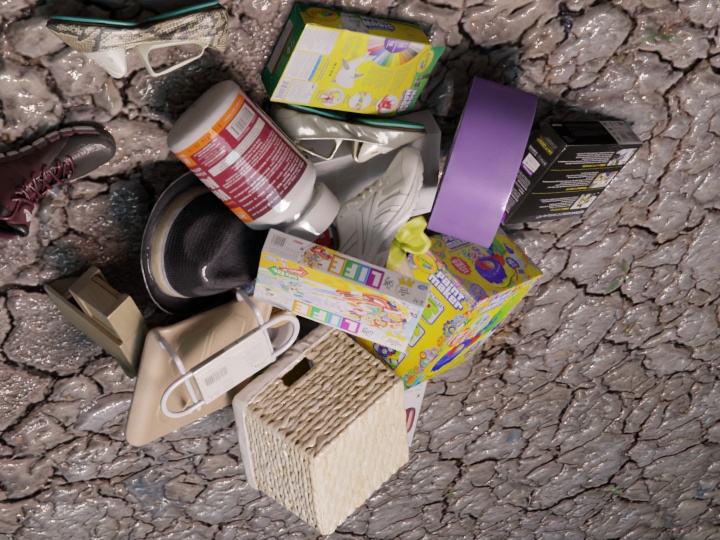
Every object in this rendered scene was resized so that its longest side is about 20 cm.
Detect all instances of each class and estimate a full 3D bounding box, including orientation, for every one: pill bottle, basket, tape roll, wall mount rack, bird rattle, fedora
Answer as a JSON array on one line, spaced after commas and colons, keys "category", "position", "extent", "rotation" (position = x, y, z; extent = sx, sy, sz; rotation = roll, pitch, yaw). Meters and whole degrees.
[{"category": "pill bottle", "position": [-0.131, 0.143, 1.978], "extent": [0.111, 0.111, 0.200], "rotation": [-21, 142, -4]}, {"category": "basket", "position": [-0.049, 0.218, 1.898], "extent": [0.198, 0.161, 0.200], "rotation": [-39, 144, -30]}, {"category": "tape roll", "position": [0.151, -0.136, 1.719], "extent": [0.085, 0.200, 0.200], "rotation": [17, 135, 1]}, {"category": "wall mount rack", "position": [-0.169, 0.116, 1.705], "extent": [0.200, 0.075, 0.174], "rotation": [-32, 142, -16]}, {"category": "bird rattle", "position": [0.000, 0.000, 1.751], "extent": [0.200, 0.164, 0.113], "rotation": [-10, 167, -31]}, {"category": "pill bottle", "position": [-0.123, -0.118, 1.615], "extent": [0.109, 0.110, 0.200], "rotation": [-38, 112, 17]}, {"category": "fedora", "position": [-0.175, -0.031, 1.687], "extent": [0.200, 0.091, 0.201], "rotation": [-18, 113, -50]}]

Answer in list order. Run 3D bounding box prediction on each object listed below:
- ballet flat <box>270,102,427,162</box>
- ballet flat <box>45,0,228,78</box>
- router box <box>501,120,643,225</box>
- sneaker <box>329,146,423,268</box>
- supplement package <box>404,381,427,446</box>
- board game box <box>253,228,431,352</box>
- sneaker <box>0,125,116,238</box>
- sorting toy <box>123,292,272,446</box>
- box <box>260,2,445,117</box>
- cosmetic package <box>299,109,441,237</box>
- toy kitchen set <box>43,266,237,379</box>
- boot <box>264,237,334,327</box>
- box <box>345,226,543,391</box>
[{"category": "ballet flat", "position": [-0.017, -0.165, 1.689], "extent": [0.199, 0.067, 0.064], "rotation": [8, 101, -17]}, {"category": "ballet flat", "position": [-0.236, -0.247, 1.486], "extent": [0.199, 0.068, 0.076], "rotation": [-10, 103, -21]}, {"category": "router box", "position": [0.279, -0.135, 1.875], "extent": [0.200, 0.051, 0.149], "rotation": [-7, 142, -49]}, {"category": "sneaker", "position": [0.008, -0.071, 1.686], "extent": [0.099, 0.078, 0.200], "rotation": [26, 83, -7]}, {"category": "supplement package", "position": [0.025, 0.182, 2.111], "extent": [0.113, 0.110, 0.200], "rotation": [-10, 140, -17]}, {"category": "board game box", "position": [-0.025, 0.026, 1.639], "extent": [0.199, 0.034, 0.135], "rotation": [19, 153, 1]}, {"category": "sneaker", "position": [-0.368, -0.089, 1.572], "extent": [0.199, 0.116, 0.076], "rotation": [-18, 142, -8]}, {"category": "sorting toy", "position": [-0.212, 0.122, 1.771], "extent": [0.200, 0.036, 0.186], "rotation": [-17, 134, -46]}, {"category": "box", "position": [-0.005, -0.247, 1.638], "extent": [0.199, 0.048, 0.117], "rotation": [6, 133, -30]}, {"category": "cosmetic package", "position": [0.003, -0.119, 1.789], "extent": [0.199, 0.052, 0.151], "rotation": [-15, 140, -12]}, {"category": "toy kitchen set", "position": [-0.283, 0.024, 1.783], "extent": [0.180, 0.163, 0.200], "rotation": [-46, 145, -19]}, {"category": "boot", "position": [-0.050, 0.029, 1.892], "extent": [0.200, 0.073, 0.156], "rotation": [-47, 147, -13]}, {"category": "box", "position": [0.119, 0.045, 1.932], "extent": [0.200, 0.122, 0.193], "rotation": [-19, 152, -54]}]
